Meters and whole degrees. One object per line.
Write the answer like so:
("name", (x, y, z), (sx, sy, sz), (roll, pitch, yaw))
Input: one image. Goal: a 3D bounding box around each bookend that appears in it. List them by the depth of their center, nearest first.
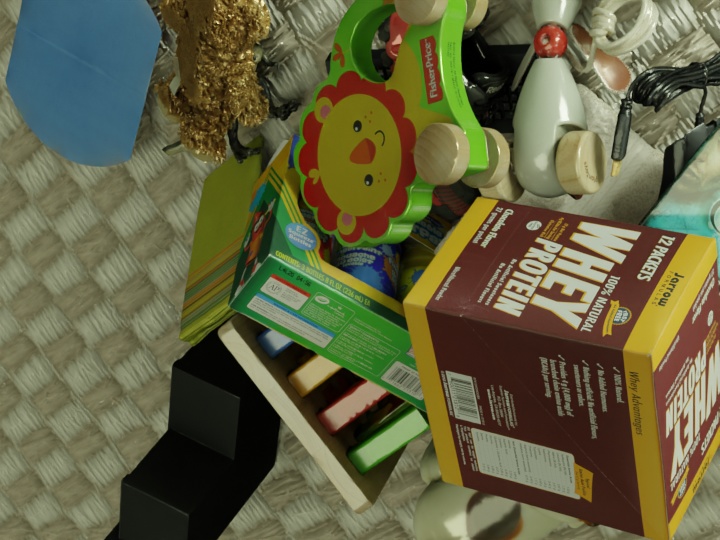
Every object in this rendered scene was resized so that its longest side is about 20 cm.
("bookend", (-0.158, 0.162, 1.592), (0.092, 0.200, 0.200), (23, 133, 16))

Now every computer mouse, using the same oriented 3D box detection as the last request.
("computer mouse", (0.252, -0.072, 1.314), (0.046, 0.140, 0.201), (40, 133, 45))

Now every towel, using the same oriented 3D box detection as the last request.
("towel", (0.166, -0.041, 1.401), (0.132, 0.034, 0.200), (40, 104, 4))
("towel", (-0.121, -0.029, 1.512), (0.018, 0.201, 0.086), (34, 130, -30))

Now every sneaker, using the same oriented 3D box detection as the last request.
("sneaker", (0.081, -0.132, 1.397), (0.097, 0.071, 0.202), (2, 119, 30))

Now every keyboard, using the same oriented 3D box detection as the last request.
("keyboard", (0.060, -0.176, 1.440), (0.198, 0.021, 0.128), (1, 114, 27))

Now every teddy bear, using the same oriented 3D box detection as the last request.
("teddy bear", (-0.127, -0.184, 1.469), (0.145, 0.066, 0.201), (43, 135, 42))

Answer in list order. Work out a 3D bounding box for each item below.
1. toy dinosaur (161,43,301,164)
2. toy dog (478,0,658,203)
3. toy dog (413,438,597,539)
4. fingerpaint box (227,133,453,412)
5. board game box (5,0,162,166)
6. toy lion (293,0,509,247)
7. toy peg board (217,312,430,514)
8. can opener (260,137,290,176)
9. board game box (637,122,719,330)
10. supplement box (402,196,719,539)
("toy dinosaur", (-0.110, -0.152, 1.527), (0.088, 0.047, 0.200), (48, 128, 18))
("toy dog", (0.164, -0.135, 1.340), (0.131, 0.096, 0.201), (24, 89, 34))
("toy dog", (0.141, 0.180, 1.472), (0.200, 0.193, 0.140), (-33, 84, 42))
("fingerpaint box", (0.000, 0.000, 1.427), (0.199, 0.168, 0.073), (29, 127, -17))
("board game box", (-0.253, -0.201, 1.585), (0.157, 0.039, 0.201), (29, 119, 19))
("toy lion", (0.020, -0.123, 1.333), (0.191, 0.068, 0.202), (-12, 82, 43))
("toy peg board", (-0.005, 0.080, 1.505), (0.098, 0.200, 0.200), (-36, 94, 18))
("can opener", (-0.093, -0.043, 1.563), (0.053, 0.066, 0.200), (39, 130, 4))
("board game box", (0.316, -0.007, 1.276), (0.199, 0.028, 0.136), (37, 108, 2))
("supplement box", (0.163, 0.073, 1.292), (0.199, 0.133, 0.198), (12, 135, 29))
